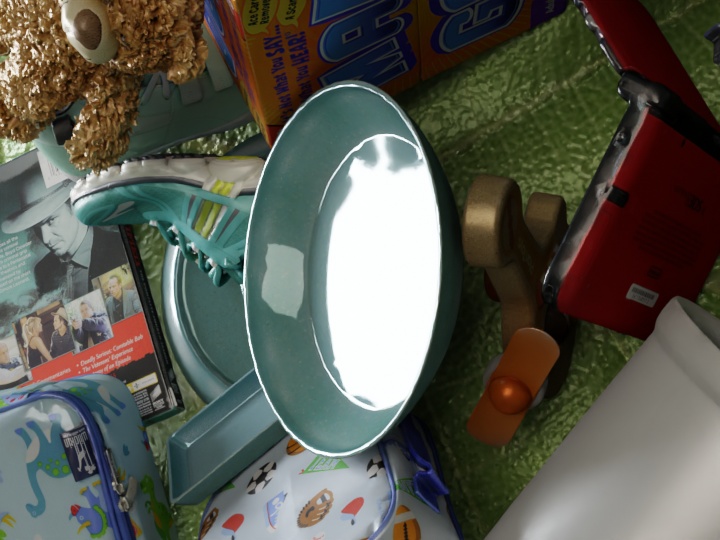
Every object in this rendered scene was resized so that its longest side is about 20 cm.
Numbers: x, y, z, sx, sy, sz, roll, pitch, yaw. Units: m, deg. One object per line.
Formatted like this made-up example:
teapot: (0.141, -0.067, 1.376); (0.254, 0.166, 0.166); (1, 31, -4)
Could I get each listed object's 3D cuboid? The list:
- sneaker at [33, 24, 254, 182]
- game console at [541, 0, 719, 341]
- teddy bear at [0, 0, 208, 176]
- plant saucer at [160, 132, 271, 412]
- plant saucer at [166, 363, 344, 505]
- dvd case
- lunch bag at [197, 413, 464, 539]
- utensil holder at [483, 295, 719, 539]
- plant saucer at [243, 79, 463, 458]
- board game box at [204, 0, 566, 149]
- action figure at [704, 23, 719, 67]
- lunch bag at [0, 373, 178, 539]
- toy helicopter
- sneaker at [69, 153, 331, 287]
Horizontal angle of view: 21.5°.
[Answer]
sneaker: (-0.119, -0.126, 1.156); (0.200, 0.118, 0.074); (-30, 71, 5)
game console: (0.128, -0.068, 1.005); (0.118, 0.200, 0.173); (29, 95, 26)
teddy bear: (-0.167, -0.129, 1.049); (0.199, 0.066, 0.146); (18, 105, 47)
plant saucer: (-0.039, 0.004, 1.161); (0.199, 0.027, 0.202); (-3, 81, 22)
plant saucer: (-0.034, 0.062, 1.108); (0.200, 0.019, 0.070); (-40, 27, 13)
dvd case: (-0.203, 0.022, 1.230); (0.145, 0.022, 0.201); (-24, 75, 18)
lunch bag: (-0.016, 0.149, 1.047); (0.160, 0.200, 0.076); (-42, 113, 10)
utensil holder: (0.165, 0.144, 0.980); (0.170, 0.170, 0.200); (43, 102, 22)
plant saucer: (0.000, 0.000, 1.020); (0.200, 0.036, 0.202); (-9, 80, 57)
board game box: (-0.013, -0.226, 1.057); (0.199, 0.200, 0.201); (-26, 72, -6)
action figure: (0.250, -0.063, 1.001); (0.199, 0.105, 0.195); (19, 82, -13)
lunch bag: (-0.217, 0.157, 1.171); (0.199, 0.082, 0.162); (-13, 96, 21)
toy helicopter: (0.083, 0.014, 1.012); (0.078, 0.200, 0.133); (10, 71, 21)
sneaker: (-0.087, -0.030, 1.134); (0.199, 0.077, 0.080); (3, 93, 23)
